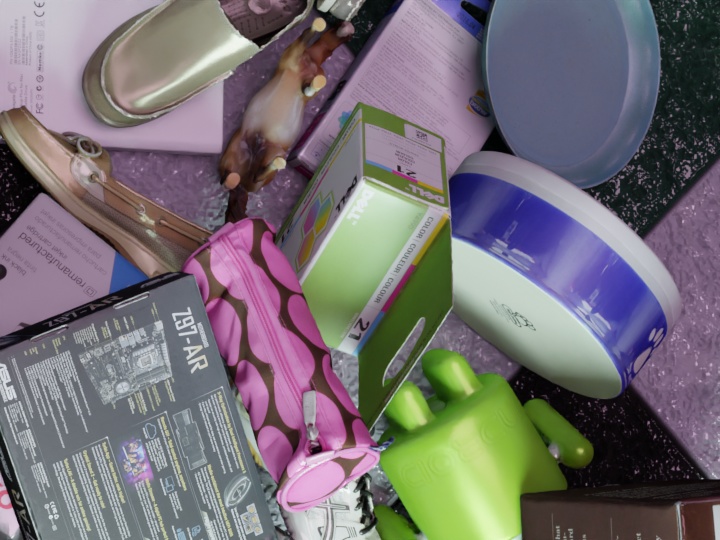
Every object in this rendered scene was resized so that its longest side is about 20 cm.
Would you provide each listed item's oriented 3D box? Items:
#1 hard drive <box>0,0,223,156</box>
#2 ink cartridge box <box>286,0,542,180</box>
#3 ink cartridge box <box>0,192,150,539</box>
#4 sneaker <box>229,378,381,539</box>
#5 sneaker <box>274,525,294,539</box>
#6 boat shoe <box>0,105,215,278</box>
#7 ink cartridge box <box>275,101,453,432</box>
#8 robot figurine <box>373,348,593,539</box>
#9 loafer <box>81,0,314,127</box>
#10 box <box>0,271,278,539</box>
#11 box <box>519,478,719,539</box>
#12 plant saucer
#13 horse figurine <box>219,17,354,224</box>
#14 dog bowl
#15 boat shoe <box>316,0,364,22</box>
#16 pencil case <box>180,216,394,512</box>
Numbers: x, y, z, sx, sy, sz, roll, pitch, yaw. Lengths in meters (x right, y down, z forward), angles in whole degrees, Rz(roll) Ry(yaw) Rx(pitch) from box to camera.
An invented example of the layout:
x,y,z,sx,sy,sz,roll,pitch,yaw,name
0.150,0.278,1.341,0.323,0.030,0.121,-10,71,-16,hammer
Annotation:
x,y,z,sx,sy,sz,roll,pitch,yaw,name
-0.200,-0.156,1.384,0.199,0.026,0.133,2,84,-20,hard drive
0.044,-0.130,1.464,0.119,0.042,0.201,37,76,-14,ink cartridge box
-0.231,0.072,1.306,0.144,0.084,0.200,38,74,3,ink cartridge box
-0.019,0.148,1.373,0.087,0.076,0.201,-30,91,16,sneaker
-0.126,0.186,1.360,0.199,0.079,0.076,35,79,7,sneaker
-0.176,-0.055,1.349,0.201,0.073,0.063,43,89,-18,boat shoe
0.000,0.000,1.328,0.075,0.148,0.201,22,33,-16,ink cartridge box
0.089,0.159,1.413,0.175,0.116,0.201,-33,97,-13,robot figurine
-0.115,-0.174,1.366,0.200,0.068,0.076,-36,97,-19,loafer
-0.157,0.121,1.249,0.160,0.043,0.201,-23,103,-25,box
0.233,0.232,1.301,0.165,0.200,0.165,-2,86,-26,box
0.163,-0.165,1.489,0.199,0.027,0.202,-3,95,-41,plant saucer
-0.061,-0.109,1.391,0.050,0.133,0.201,27,88,-8,horse figurine
0.136,0.005,1.400,0.200,0.200,0.079,41,76,-12,dog bowl
0.030,-0.254,1.433,0.059,0.072,0.201,39,51,-12,boat shoe
-0.057,0.059,1.282,0.090,0.094,0.201,-30,67,4,pencil case
